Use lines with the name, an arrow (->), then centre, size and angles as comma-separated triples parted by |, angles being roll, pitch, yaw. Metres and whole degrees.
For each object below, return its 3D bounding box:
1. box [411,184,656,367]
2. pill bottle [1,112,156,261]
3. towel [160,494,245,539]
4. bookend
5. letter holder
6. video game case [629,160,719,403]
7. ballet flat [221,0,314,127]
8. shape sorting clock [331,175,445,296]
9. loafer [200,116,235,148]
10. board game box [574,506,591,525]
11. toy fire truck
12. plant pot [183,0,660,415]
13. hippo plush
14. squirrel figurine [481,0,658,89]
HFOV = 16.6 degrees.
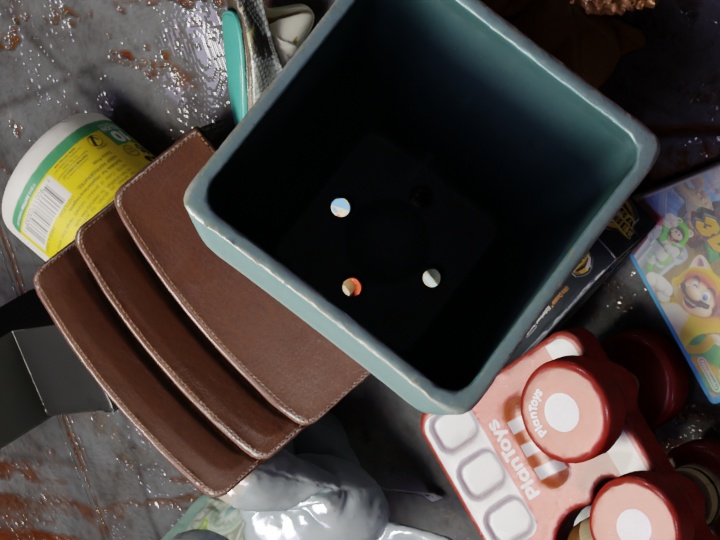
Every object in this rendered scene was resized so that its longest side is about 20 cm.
box -> 0.084, -0.030, 1.600 | 0.159, 0.046, 0.200 | 48, 145, 8
pill bottle -> -0.156, -0.016, 1.802 | 0.200, 0.113, 0.113 | 39, 137, 18
towel -> -0.100, 0.259, 1.871 | 0.171, 0.200, 0.048 | 18, 141, 33
bookend -> -0.249, 0.086, 1.892 | 0.200, 0.199, 0.092 | -9, 108, 45
letter holder -> -0.106, 0.034, 1.645 | 0.200, 0.142, 0.101 | 50, 159, 0
video game case -> 0.253, -0.004, 1.492 | 0.200, 0.018, 0.143 | -23, 99, 48
ballet flat -> -0.067, -0.183, 1.638 | 0.072, 0.072, 0.201 | 1, 109, 43
shape sorting clock -> 0.000, 0.000, 1.633 | 0.200, 0.039, 0.200 | 30, 148, 21
loafer -> -0.049, -0.075, 1.705 | 0.200, 0.073, 0.071 | -7, 136, 47
board game box -> 0.160, 0.206, 1.707 | 0.135, 0.034, 0.201 | 4, 118, 42
toy fire truck -> 0.143, 0.141, 1.583 | 0.168, 0.112, 0.200 | -36, 79, 35
plant pot -> 0.027, -0.035, 1.443 | 0.196, 0.197, 0.200 | 37, 168, 2
hippo plush -> -0.064, 0.190, 1.796 | 0.199, 0.159, 0.161 | 24, 108, -17
squirrel figurine -> 0.105, -0.180, 1.432 | 0.200, 0.141, 0.187 | -9, 116, 49
